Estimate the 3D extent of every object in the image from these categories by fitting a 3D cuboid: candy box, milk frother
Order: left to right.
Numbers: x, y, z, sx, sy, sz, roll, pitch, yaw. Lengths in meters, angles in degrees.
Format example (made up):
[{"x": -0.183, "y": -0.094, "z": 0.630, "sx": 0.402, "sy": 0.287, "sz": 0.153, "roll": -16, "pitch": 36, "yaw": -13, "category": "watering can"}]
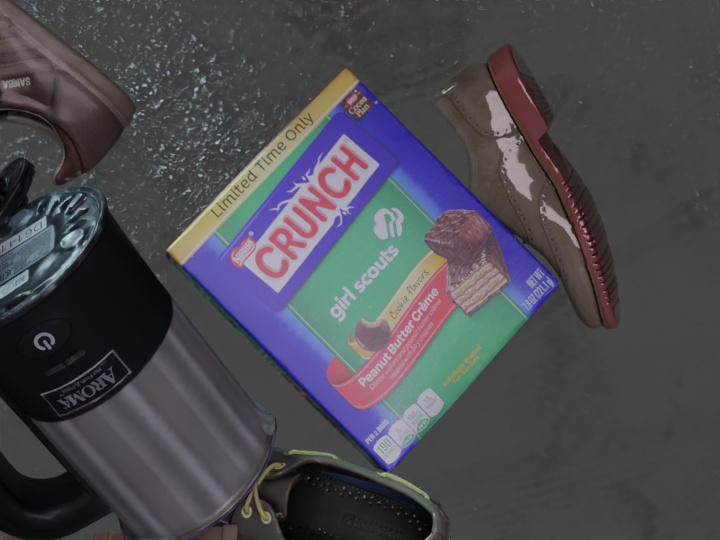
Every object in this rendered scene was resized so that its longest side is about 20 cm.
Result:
[{"x": -0.168, "y": 0.041, "z": 0.962, "sx": 0.179, "sy": 0.201, "sz": 0.189, "roll": -21, "pitch": 123, "yaw": 21, "category": "milk frother"}, {"x": 0.000, "y": 0.000, "z": 1.020, "sx": 0.200, "sy": 0.077, "sz": 0.169, "roll": 44, "pitch": 81, "yaw": -1, "category": "candy box"}]

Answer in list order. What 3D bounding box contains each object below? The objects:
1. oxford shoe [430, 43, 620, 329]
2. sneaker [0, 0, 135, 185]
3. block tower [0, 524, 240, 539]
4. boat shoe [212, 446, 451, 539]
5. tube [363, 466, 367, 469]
[{"x": 0.114, "y": -0.046, "z": 1.058, "sx": 0.074, "sy": 0.070, "sz": 0.202, "roll": -25, "pitch": 90, "yaw": 16, "category": "oxford shoe"}, {"x": -0.241, "y": -0.136, "z": 1.000, "sx": 0.199, "sy": 0.070, "sz": 0.076, "roll": 36, "pitch": 82, "yaw": -3, "category": "sneaker"}, {"x": -0.172, "y": 0.197, "z": 0.960, "sx": 0.197, "sy": 0.058, "sz": 0.055, "roll": -2, "pitch": 125, "yaw": 3, "category": "block tower"}, {"x": -0.040, "y": 0.145, "z": 0.986, "sx": 0.199, "sy": 0.060, "sz": 0.073, "roll": 13, "pitch": 65, "yaw": 9, "category": "boat shoe"}, {"x": -0.057, "y": 0.211, "z": 1.007, "sx": 0.199, "sy": 0.052, "sz": 0.059, "roll": -32, "pitch": 118, "yaw": -15, "category": "tube"}]
